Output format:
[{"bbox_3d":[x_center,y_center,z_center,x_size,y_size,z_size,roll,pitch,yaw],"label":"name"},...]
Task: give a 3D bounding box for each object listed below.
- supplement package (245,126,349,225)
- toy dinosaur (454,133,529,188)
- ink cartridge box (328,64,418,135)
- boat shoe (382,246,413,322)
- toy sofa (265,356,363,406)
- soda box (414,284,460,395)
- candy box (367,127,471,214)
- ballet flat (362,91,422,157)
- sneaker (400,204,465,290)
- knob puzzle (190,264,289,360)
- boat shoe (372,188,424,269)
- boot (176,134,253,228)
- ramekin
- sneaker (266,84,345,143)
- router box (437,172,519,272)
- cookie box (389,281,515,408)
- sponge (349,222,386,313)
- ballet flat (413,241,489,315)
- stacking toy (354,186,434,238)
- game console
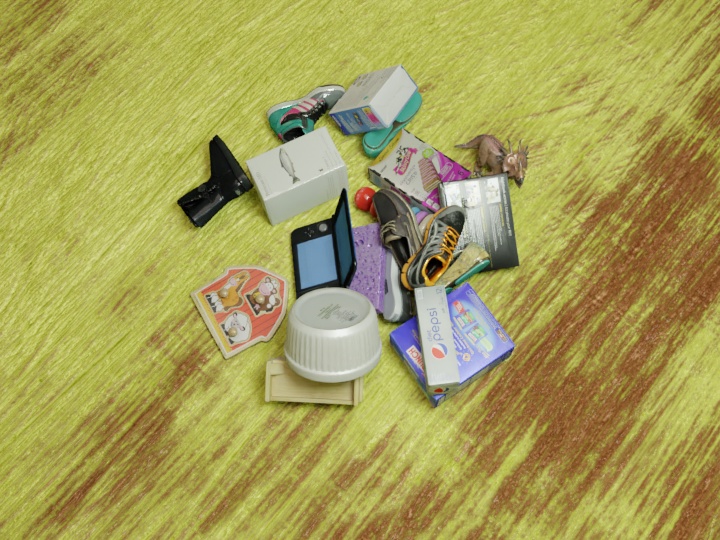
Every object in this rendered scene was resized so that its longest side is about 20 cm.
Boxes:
[{"bbox_3d":[-0.139,-0.210,1.775,0.198,0.118,0.118,-25,67,-8],"label":"supplement package"},{"bbox_3d":[0.303,-0.256,1.762,0.086,0.136,0.200,-43,70,-16],"label":"toy dinosaur"},{"bbox_3d":[0.019,-0.387,1.818,0.199,0.077,0.137,6,54,54],"label":"ink cartridge box"},{"bbox_3d":[0.075,0.023,1.694,0.056,0.069,0.203,16,54,-28],"label":"boat shoe"},{"bbox_3d":[-0.092,0.223,1.606,0.196,0.098,0.084,2,90,4],"label":"toy sofa"},{"bbox_3d":[0.147,0.135,1.547,0.062,0.069,0.203,-7,65,0],"label":"soda box"},{"bbox_3d":[0.133,-0.213,1.793,0.199,0.061,0.137,34,71,17],"label":"candy box"},{"bbox_3d":[0.069,-0.339,1.848,0.067,0.071,0.201,38,70,7],"label":"ballet flat"},{"bbox_3d":[0.163,-0.043,1.612,0.078,0.077,0.202,35,79,-27],"label":"sneaker"},{"bbox_3d":[-0.243,0.067,1.704,0.215,0.031,0.223,-1,65,3],"label":"knob puzzle"},{"bbox_3d":[0.081,-0.081,1.663,0.073,0.074,0.202,-22,78,-50],"label":"boat shoe"},{"bbox_3d":[-0.349,-0.203,1.804,0.167,0.077,0.201,-35,53,-1],"label":"boot"},{"bbox_3d":[-0.055,0.118,1.564,0.196,0.107,0.201,0,29,0],"label":"ramekin"},{"bbox_3d":[-0.115,-0.353,1.856,0.197,0.084,0.122,-21,61,2],"label":"sneaker"},{"bbox_3d":[0.252,-0.097,1.695,0.146,0.051,0.204,-8,92,-1],"label":"router box"},{"bbox_3d":[0.183,0.151,1.617,0.198,0.075,0.172,-31,68,-11],"label":"cookie box"},{"bbox_3d":[0.000,0.000,1.699,0.110,0.030,0.203,-8,63,26],"label":"sponge"},{"bbox_3d":[0.179,0.015,1.650,0.199,0.070,0.071,-41,67,13],"label":"ballet flat"},{"bbox_3d":[0.070,-0.125,1.749,0.198,0.086,0.086,31,70,20],"label":"stacking toy"},{"bbox_3d":[-0.080,-0.045,1.672,0.168,0.119,0.203,-15,59,12],"label":"game console"}]
